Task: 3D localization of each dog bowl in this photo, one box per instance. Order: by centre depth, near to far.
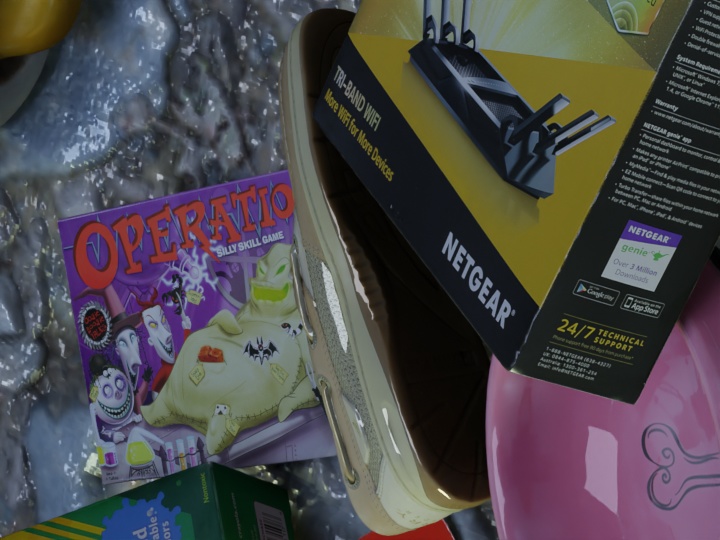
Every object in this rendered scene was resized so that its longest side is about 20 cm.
[{"bbox_3d":[0.112,0.067,0.914,0.200,0.073,0.201,24,117,61],"label":"dog bowl"}]

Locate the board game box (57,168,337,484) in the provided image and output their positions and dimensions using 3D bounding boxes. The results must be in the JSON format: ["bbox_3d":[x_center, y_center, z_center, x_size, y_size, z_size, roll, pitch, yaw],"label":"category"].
[{"bbox_3d":[-0.042,0.022,1.115,0.199,0.032,0.121,-11,85,40],"label":"board game box"}]

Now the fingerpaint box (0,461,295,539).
[{"bbox_3d":[-0.098,0.201,1.096,0.166,0.073,0.201,-21,67,22],"label":"fingerpaint box"}]

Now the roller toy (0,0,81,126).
[{"bbox_3d":[-0.229,-0.132,1.175,0.200,0.140,0.183,-42,81,33],"label":"roller toy"}]

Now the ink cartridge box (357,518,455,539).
[{"bbox_3d":[0.011,0.216,1.083,0.162,0.050,0.201,-37,76,36],"label":"ink cartridge box"}]

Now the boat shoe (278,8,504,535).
[{"bbox_3d":[0.000,0.000,1.014,0.065,0.072,0.201,-29,72,46],"label":"boat shoe"}]

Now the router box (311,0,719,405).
[{"bbox_3d":[0.065,-0.074,0.887,0.158,0.052,0.200,-65,29,17],"label":"router box"}]
